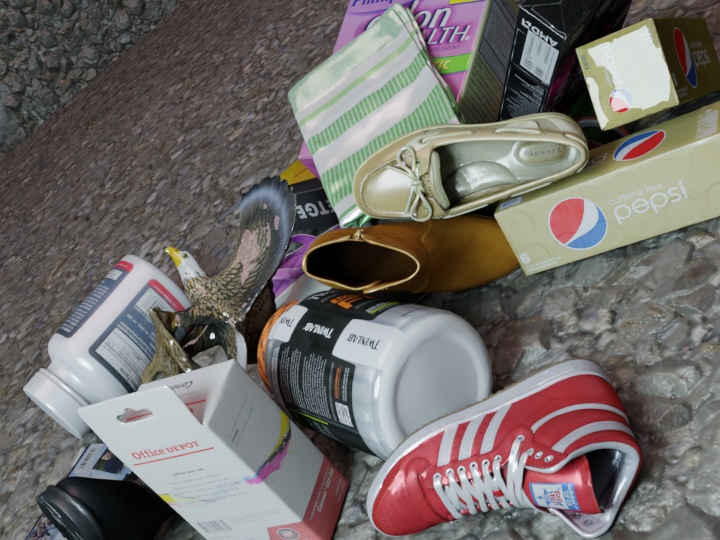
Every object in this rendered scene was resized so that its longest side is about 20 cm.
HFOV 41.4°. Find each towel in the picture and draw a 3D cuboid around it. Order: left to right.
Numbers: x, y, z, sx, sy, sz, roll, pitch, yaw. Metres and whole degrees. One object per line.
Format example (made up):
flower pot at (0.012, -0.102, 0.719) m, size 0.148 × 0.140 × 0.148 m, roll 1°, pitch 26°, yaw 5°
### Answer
towel at (0.013, -0.146, 0.888) m, size 0.152 × 0.023 × 0.202 m, roll -35°, pitch 51°, yaw 16°

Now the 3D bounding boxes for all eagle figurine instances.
eagle figurine at (-0.122, 0.019, 0.914) m, size 0.151 × 0.153 × 0.199 m, roll -7°, pitch 24°, yaw 48°

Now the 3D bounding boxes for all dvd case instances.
dvd case at (-0.263, 0.242, 0.985) m, size 0.198 × 0.018 × 0.144 m, roll -9°, pitch 41°, yaw 42°

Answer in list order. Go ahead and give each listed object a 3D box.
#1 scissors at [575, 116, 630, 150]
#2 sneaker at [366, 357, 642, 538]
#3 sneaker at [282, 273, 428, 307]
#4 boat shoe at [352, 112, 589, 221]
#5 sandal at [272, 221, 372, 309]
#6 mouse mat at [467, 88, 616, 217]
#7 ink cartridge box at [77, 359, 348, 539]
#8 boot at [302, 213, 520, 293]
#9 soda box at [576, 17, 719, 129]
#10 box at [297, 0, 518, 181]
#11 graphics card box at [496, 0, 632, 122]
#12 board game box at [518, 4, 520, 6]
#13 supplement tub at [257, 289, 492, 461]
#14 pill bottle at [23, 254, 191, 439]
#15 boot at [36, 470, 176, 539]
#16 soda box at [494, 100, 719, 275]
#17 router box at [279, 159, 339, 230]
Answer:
scissors at (0.170, -0.132, 0.921) m, size 0.199 × 0.014 × 0.074 m, roll 32°, pitch 87°, yaw 44°
sneaker at (0.095, 0.144, 0.643) m, size 0.198 × 0.072 × 0.113 m, roll -33°, pitch 26°, yaw 8°
sneaker at (0.000, 0.000, 0.958) m, size 0.198 × 0.073 × 0.085 m, roll -22°, pitch 35°, yaw 32°
boat shoe at (0.086, -0.082, 0.779) m, size 0.197 × 0.074 × 0.063 m, roll -8°, pitch 16°, yaw 12°
sandal at (-0.078, -0.013, 1.093) m, size 0.201 × 0.050 × 0.083 m, roll -33°, pitch 29°, yaw 8°
mouse mat at (0.176, -0.139, 0.931) m, size 0.159 × 0.008 × 0.202 m, roll 7°, pitch 67°, yaw 38°
ink cartridge box at (-0.114, 0.142, 0.757) m, size 0.115 × 0.201 × 0.068 m, roll -17°, pitch 35°, yaw 34°
boot at (0.051, -0.008, 0.806) m, size 0.197 × 0.072 × 0.144 m, roll -3°, pitch 5°, yaw 1°
soda box at (0.250, -0.169, 0.801) m, size 0.063 × 0.069 × 0.199 m, roll -18°, pitch 4°, yaw 33°
box at (0.056, -0.177, 0.953) m, size 0.174 × 0.097 × 0.203 m, roll 4°, pitch 67°, yaw 37°
graphics card box at (0.180, -0.200, 0.822) m, size 0.126 × 0.051 × 0.200 m, roll -48°, pitch -15°, yaw -13°
board game box at (0.161, -0.196, 1.025) m, size 0.198 × 0.057 × 0.167 m, roll -31°, pitch 44°, yaw 16°
supplement tub at (0.003, 0.082, 0.787) m, size 0.123 × 0.123 × 0.199 m, roll -51°, pitch 31°, yaw -21°
pill bottle at (-0.299, 0.092, 1.135) m, size 0.119 × 0.120 × 0.201 m, roll 7°, pitch 52°, yaw 53°
boot at (-0.186, 0.176, 0.829) m, size 0.168 × 0.076 × 0.201 m, roll -47°, pitch -15°, yaw -25°
soda box at (0.216, -0.065, 0.792) m, size 0.198 × 0.068 × 0.064 m, roll -19°, pitch 23°, yaw 34°
router box at (-0.019, -0.110, 1.132) m, size 0.198 × 0.052 × 0.149 m, roll -8°, pitch 29°, yaw 43°
